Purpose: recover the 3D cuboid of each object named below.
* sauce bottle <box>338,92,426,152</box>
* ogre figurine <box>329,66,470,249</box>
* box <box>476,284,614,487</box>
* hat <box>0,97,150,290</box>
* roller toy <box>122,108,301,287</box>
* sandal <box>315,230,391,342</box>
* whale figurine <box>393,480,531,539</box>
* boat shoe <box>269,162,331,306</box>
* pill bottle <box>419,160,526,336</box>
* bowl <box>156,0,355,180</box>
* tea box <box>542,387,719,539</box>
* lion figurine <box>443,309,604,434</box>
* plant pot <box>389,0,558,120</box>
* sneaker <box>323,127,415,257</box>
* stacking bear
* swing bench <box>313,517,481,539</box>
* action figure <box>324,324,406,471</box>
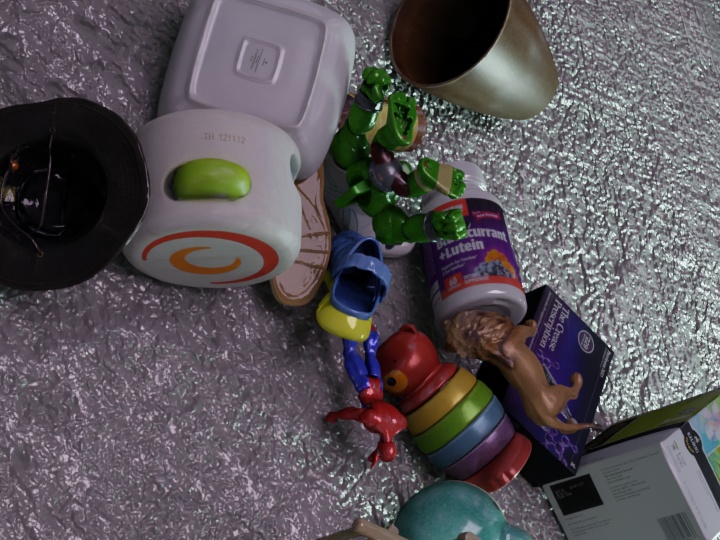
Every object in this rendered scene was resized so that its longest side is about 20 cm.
[{"bbox_3d":[-0.010,-0.180,1.598,0.198,0.066,0.067,3,69,-43],"label":"sauce bottle"},{"bbox_3d":[0.032,-0.110,1.458,0.200,0.120,0.098,49,45,-11],"label":"ogre figurine"},{"bbox_3d":[0.223,0.142,1.655,0.141,0.078,0.201,44,49,-21],"label":"box"},{"bbox_3d":[-0.286,-0.065,1.271,0.081,0.198,0.203,49,27,-75],"label":"hat"},{"bbox_3d":[-0.151,-0.075,1.349,0.182,0.199,0.141,23,58,-44],"label":"roller toy"},{"bbox_3d":[0.000,0.000,1.470,0.079,0.088,0.200,21,22,-12],"label":"sandal"},{"bbox_3d":[0.112,0.324,1.422,0.202,0.158,0.104,64,9,9],"label":"whale figurine"},{"bbox_3d":[-0.076,-0.054,1.482,0.073,0.069,0.203,8,74,-21],"label":"boat shoe"},{"bbox_3d":[0.128,-0.027,1.611,0.111,0.111,0.202,15,51,-36],"label":"pill bottle"},{"bbox_3d":[-0.110,-0.215,1.436,0.197,0.075,0.202,16,76,-2],"label":"bowl"},{"bbox_3d":[0.368,0.255,1.644,0.196,0.199,0.135,-26,89,-44],"label":"tea box"},{"bbox_3d":[0.186,0.118,1.515,0.200,0.073,0.122,45,25,22],"label":"lion figurine"},{"bbox_3d":[0.168,-0.281,1.740,0.199,0.185,0.189,29,53,-46],"label":"plant pot"},{"bbox_3d":[-0.001,-0.089,1.558,0.200,0.080,0.071,41,48,-22],"label":"sneaker"},{"bbox_3d":[0.092,0.155,1.516,0.200,0.121,0.114,50,40,-2],"label":"stacking bear"},{"bbox_3d":[0.020,0.328,1.309,0.198,0.198,0.131,11,64,-38],"label":"swing bench"},{"bbox_3d":[-0.005,0.137,1.474,0.065,0.099,0.201,12,42,-33],"label":"action figure"}]
